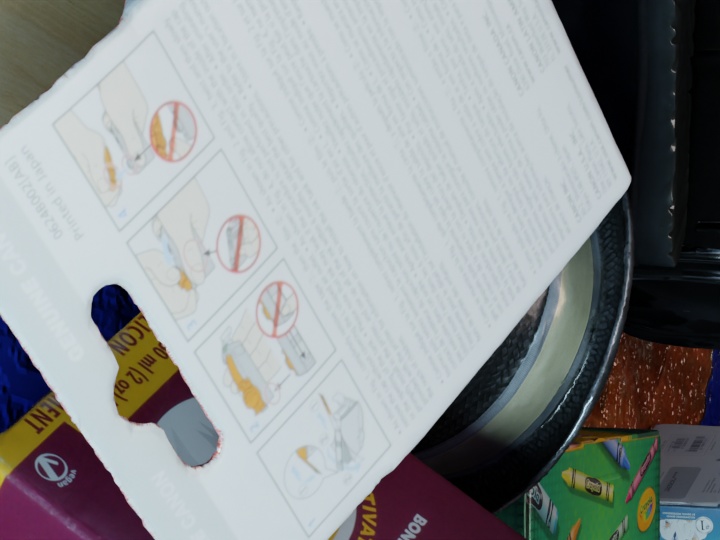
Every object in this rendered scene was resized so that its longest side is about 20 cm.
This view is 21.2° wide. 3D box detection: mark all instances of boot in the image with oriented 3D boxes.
[{"bbox_3d":[0.051,-0.095,0.785,0.077,0.167,0.202,-59,151,-59],"label":"boot"}]

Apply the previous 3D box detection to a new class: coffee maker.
[{"bbox_3d":[0.151,-0.081,0.900,0.191,0.134,0.202,25,66,-37],"label":"coffee maker"}]

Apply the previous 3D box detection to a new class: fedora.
[{"bbox_3d":[0.000,0.000,0.692,0.091,0.200,0.202,20,70,-39],"label":"fedora"}]

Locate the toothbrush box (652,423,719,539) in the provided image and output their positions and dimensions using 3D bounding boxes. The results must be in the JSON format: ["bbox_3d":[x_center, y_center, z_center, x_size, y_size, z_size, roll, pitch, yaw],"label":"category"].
[{"bbox_3d":[0.227,0.222,1.290,0.146,0.085,0.202,-38,123,-61],"label":"toothbrush box"}]

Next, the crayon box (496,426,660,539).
[{"bbox_3d":[0.052,0.102,0.860,0.200,0.118,0.059,4,87,-66],"label":"crayon box"}]

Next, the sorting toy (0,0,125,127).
[{"bbox_3d":[-0.090,-0.109,0.601,0.200,0.069,0.200,36,57,-62],"label":"sorting toy"}]

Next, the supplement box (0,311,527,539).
[{"bbox_3d":[-0.020,0.111,0.585,0.110,0.199,0.086,-46,169,-51],"label":"supplement box"}]

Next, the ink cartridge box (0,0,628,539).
[{"bbox_3d":[-0.019,-0.025,0.535,0.200,0.047,0.161,-47,125,-27],"label":"ink cartridge box"}]
